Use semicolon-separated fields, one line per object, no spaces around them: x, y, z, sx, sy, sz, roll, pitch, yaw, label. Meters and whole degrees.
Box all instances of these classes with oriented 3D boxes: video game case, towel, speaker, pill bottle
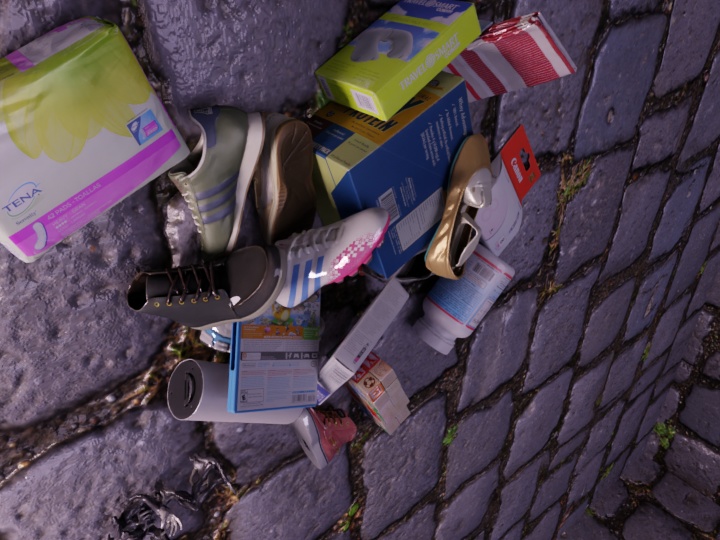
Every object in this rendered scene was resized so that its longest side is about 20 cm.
-0.111;0.084;0.806;0.143;0.018;0.202;8;81;-47;video game case
0.176;-0.278;0.825;0.144;0.199;0.023;20;70;-50;towel
-0.173;0.177;0.862;0.199;0.081;0.082;19;102;-50;speaker
0.185;0.051;1.109;0.200;0.109;0.109;-54;141;7;pill bottle

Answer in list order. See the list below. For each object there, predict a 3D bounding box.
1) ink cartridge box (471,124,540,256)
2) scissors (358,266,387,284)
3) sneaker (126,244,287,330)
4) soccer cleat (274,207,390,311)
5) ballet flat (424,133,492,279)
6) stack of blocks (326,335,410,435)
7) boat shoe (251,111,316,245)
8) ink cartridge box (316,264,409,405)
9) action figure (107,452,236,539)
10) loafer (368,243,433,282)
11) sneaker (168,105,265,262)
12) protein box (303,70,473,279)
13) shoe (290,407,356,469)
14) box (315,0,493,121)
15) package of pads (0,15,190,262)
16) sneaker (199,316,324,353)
0.277;-0.143;1.123;0.200;0.057;0.163;-47;140;-3;ink cartridge box
0.000;0.000;0.903;0.199;0.073;0.014;22;73;-39;scissors
-0.178;0.020;0.686;0.199;0.075;0.106;-27;151;35;sneaker
-0.053;-0.021;0.729;0.086;0.070;0.200;36;125;-23;soccer cleat
0.146;-0.080;0.809;0.068;0.063;0.201;-9;123;-43;ballet flat
0.026;0.212;1.058;0.059;0.115;0.200;-42;139;-15;stack of blocks
-0.100;-0.104;0.754;0.074;0.066;0.201;-24;138;-37;boat shoe
0.005;0.096;0.903;0.200;0.043;0.196;-49;177;-29;ink cartridge box
-0.278;0.357;0.864;0.200;0.102;0.119;-35;148;-25;action figure
0.101;-0.010;1.016;0.199;0.070;0.070;-9;122;-41;loafer
-0.178;-0.097;0.692;0.089;0.067;0.201;7;120;-27;sneaker
0.042;-0.141;0.818;0.200;0.135;0.199;-41;138;-17;protein box
-0.065;0.263;1.041;0.091;0.071;0.201;-38;142;-22;shoe
0.055;-0.277;0.749;0.200;0.122;0.048;-44;137;-14;box
-0.282;-0.124;0.558;0.200;0.068;0.155;-41;139;-18;package of pads
-0.123;0.063;0.844;0.199;0.075;0.087;2;109;-46;sneaker
